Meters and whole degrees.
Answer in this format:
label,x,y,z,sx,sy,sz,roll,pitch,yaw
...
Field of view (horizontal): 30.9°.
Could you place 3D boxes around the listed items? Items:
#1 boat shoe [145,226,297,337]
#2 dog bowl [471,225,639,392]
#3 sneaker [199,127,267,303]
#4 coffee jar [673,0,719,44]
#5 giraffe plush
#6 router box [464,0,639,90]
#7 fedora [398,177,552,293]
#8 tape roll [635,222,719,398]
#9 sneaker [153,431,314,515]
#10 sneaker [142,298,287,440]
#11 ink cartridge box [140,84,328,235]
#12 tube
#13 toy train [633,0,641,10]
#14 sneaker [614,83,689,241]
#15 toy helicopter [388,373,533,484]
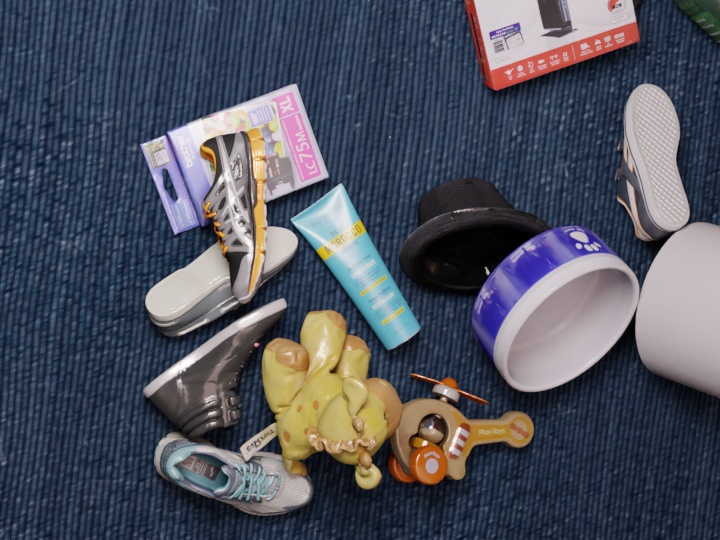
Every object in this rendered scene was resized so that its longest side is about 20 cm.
label,x,y,z,sx,sy,sz,roll,pitch,yaw
boat shoe,-0.162,0.014,1.554,0.198,0.073,0.062,-30,143,-17
dog bowl,0.234,0.047,1.576,0.198,0.079,0.202,-22,140,-20
sneaker,-0.144,-0.062,1.495,0.076,0.078,0.203,-1,78,-8
coffee jar,0.502,-0.317,1.674,0.200,0.085,0.105,44,80,-11
giraffe plush,-0.024,0.159,1.497,0.201,0.161,0.173,-53,125,-23
router box,0.226,-0.339,1.594,0.197,0.049,0.182,-20,111,-6
fedora,0.135,-0.052,1.581,0.197,0.201,0.093,-4,60,-13
tape roll,0.454,0.055,1.612,0.201,0.138,0.206,-18,117,-39
sneaker,-0.147,0.252,1.545,0.197,0.086,0.079,15,90,-14
sneaker,-0.150,0.121,1.541,0.199,0.071,0.100,-37,90,-3
ink cartridge box,-0.149,-0.131,1.550,0.198,0.042,0.121,-22,97,-10
tube,0.000,0.000,1.593,0.077,0.050,0.201,-35,95,-17
toy train,0.263,-0.355,1.642,0.197,0.034,0.047,8,104,-15
sneaker,0.362,-0.134,1.660,0.077,0.079,0.203,6,67,-18
toy helicopter,0.127,0.193,1.629,0.197,0.079,0.135,-1,84,-24
